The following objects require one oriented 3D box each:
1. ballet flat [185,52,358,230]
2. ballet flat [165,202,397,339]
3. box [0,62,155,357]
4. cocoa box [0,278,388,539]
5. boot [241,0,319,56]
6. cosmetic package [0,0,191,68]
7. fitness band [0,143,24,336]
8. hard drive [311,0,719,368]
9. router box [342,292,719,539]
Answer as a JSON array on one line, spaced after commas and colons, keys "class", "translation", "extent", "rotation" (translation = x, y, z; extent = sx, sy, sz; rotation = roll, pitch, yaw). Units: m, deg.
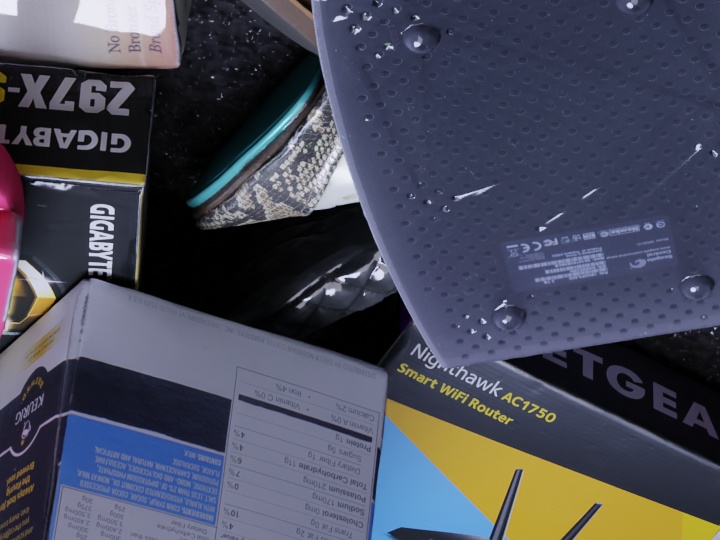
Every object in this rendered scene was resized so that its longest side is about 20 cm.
[{"class": "ballet flat", "translation": [0.009, -0.073, 1.035], "extent": [0.075, 0.068, 0.200], "rotation": [31, 123, -5]}, {"class": "ballet flat", "translation": [0.000, 0.000, 1.098], "extent": [0.200, 0.066, 0.057], "rotation": [-25, 128, 23]}, {"class": "box", "translation": [-0.159, -0.014, 1.055], "extent": [0.160, 0.049, 0.200], "rotation": [6, 155, -4]}, {"class": "cocoa box", "translation": [-0.095, 0.111, 1.100], "extent": [0.133, 0.131, 0.200], "rotation": [18, 152, -23]}, {"class": "boot", "translation": [0.007, -0.100, 0.950], "extent": [0.200, 0.074, 0.075], "rotation": [30, 101, -36]}, {"class": "cosmetic package", "translation": [-0.160, -0.132, 0.990], "extent": [0.200, 0.087, 0.103], "rotation": [0, 130, 5]}, {"class": "fitness band", "translation": [-0.189, -0.010, 0.973], "extent": [0.144, 0.037, 0.200], "rotation": [11, 152, -10]}, {"class": "hard drive", "translation": [0.065, -0.045, 0.914], "extent": [0.135, 0.042, 0.200], "rotation": [-10, 143, 9]}, {"class": "router box", "translation": [0.072, 0.093, 1.174], "extent": [0.200, 0.051, 0.149], "rotation": [25, 127, -15]}]
